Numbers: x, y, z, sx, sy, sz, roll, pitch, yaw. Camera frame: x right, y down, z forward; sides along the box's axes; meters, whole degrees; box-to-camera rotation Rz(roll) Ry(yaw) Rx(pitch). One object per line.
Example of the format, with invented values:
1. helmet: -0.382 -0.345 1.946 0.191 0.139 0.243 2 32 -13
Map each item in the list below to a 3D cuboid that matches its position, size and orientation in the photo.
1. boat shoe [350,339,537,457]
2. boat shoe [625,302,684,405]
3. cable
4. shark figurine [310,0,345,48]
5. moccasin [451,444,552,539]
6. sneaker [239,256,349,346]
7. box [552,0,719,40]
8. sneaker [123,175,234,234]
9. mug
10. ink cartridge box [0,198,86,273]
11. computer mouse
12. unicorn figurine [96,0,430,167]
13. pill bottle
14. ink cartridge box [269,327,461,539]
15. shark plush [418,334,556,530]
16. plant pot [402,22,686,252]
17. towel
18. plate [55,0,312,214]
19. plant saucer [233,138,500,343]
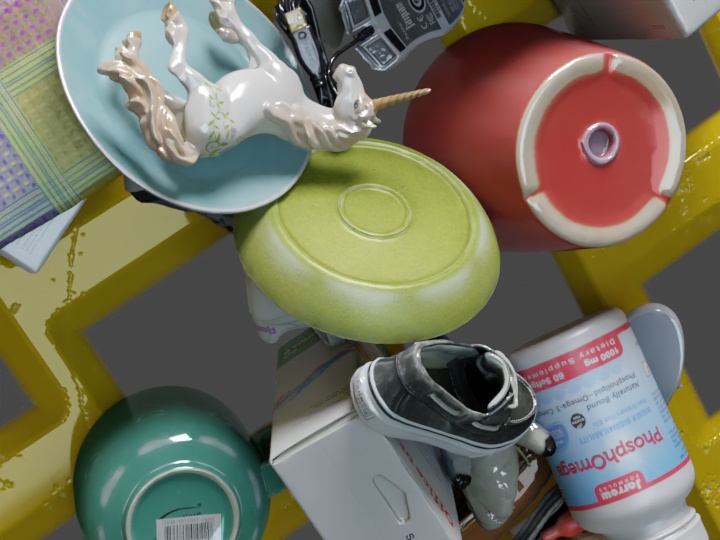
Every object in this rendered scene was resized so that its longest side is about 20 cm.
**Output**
1. boat shoe: 0.080 0.090 0.837 0.199 0.071 0.073 8 60 -51
2. boat shoe: 0.245 0.116 1.054 0.074 0.086 0.205 10 110 13
3. cable: 0.145 0.250 1.007 0.198 0.050 0.098 -28 123 -16
4. shark figurine: -0.089 -0.263 0.886 0.212 0.089 0.130 15 93 -20
5. moccasin: 0.108 0.179 1.029 0.077 0.074 0.202 36 96 -26
6. sneaker: 0.000 0.000 0.909 0.198 0.075 0.101 -12 117 -23
7. box: 0.201 -0.296 0.906 0.130 0.200 0.200 -39 107 -5
8. sneaker: -0.088 -0.031 0.928 0.197 0.075 0.115 2 96 -19
9. mug: -0.136 0.167 0.927 0.152 0.114 0.185 43 86 -18
10. ink cartridge box: -0.283 -0.115 0.852 0.199 0.085 0.146 35 88 -21
11. computer mouse: 0.013 -0.189 0.921 0.200 0.044 0.110 -39 104 -40
12. unicorn figurine: -0.075 -0.126 0.807 0.199 0.074 0.138 -32 87 -26
13. pill bottle: 0.204 0.140 0.958 0.108 0.109 0.202 -23 86 -11
14. ink cartridge box: 0.002 0.135 0.913 0.087 0.200 0.146 -31 108 7
15. shark plush: 0.070 0.113 0.965 0.090 0.084 0.201 -28 70 -21
16. plant pot: 0.153 -0.102 0.936 0.198 0.177 0.203 -3 99 -16
17. towel: -0.252 -0.095 0.810 0.199 0.023 0.144 -35 108 -9
18. plate: -0.122 -0.127 0.827 0.198 0.026 0.202 18 56 -28
19. plant saucer: 0.008 -0.034 0.847 0.197 0.201 0.031 -4 137 -16
